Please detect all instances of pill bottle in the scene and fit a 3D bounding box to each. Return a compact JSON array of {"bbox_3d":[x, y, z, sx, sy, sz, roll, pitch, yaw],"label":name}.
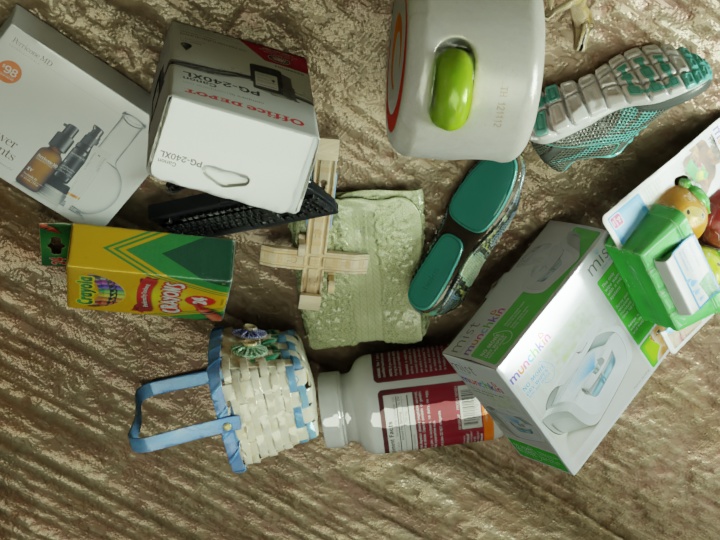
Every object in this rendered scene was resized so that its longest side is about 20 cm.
[{"bbox_3d":[0.056,0.143,1.727,0.199,0.113,0.113,-7,124,1],"label":"pill bottle"}]

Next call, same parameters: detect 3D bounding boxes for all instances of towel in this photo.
[{"bbox_3d":[0.000,0.000,1.672,0.148,0.037,0.201,-4,124,-1],"label":"towel"}]

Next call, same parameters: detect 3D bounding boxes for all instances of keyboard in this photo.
[{"bbox_3d":[-0.130,-0.068,1.559,0.199,0.021,0.127,-10,149,31],"label":"keyboard"}]

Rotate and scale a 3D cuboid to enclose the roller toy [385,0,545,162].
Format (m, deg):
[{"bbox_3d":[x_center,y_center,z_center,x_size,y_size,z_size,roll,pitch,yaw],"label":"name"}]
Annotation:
[{"bbox_3d":[0.102,-0.197,1.461,0.139,0.201,0.183,3,157,-6],"label":"roller toy"}]

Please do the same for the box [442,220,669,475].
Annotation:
[{"bbox_3d":[0.213,0.079,1.651,0.200,0.097,0.177,-48,122,-19],"label":"box"}]

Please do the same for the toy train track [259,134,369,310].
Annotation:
[{"bbox_3d":[-0.043,-0.043,1.604,0.114,0.033,0.201,5,118,-5],"label":"toy train track"}]

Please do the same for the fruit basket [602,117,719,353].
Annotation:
[{"bbox_3d":[0.360,-0.040,1.614,0.200,0.094,0.186,-36,116,-11],"label":"fruit basket"}]

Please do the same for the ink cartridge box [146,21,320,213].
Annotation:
[{"bbox_3d":[-0.121,-0.147,1.460,0.145,0.200,0.084,14,116,-14],"label":"ink cartridge box"}]

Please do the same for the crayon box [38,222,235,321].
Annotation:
[{"bbox_3d":[-0.235,0.002,1.612,0.199,0.051,0.127,6,159,-7],"label":"crayon box"}]

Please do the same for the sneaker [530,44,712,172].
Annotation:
[{"bbox_3d":[0.261,-0.161,1.574,0.199,0.078,0.091,-18,139,12],"label":"sneaker"}]

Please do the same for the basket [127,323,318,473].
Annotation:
[{"bbox_3d":[-0.149,0.137,1.678,0.199,0.176,0.140,-17,108,-1],"label":"basket"}]

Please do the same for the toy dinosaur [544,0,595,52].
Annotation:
[{"bbox_3d":[0.217,-0.290,1.466,0.101,0.058,0.200,-15,150,-30],"label":"toy dinosaur"}]

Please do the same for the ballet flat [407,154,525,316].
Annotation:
[{"bbox_3d":[0.119,-0.039,1.638,0.074,0.074,0.200,28,106,-21],"label":"ballet flat"}]

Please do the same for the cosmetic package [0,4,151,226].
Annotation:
[{"bbox_3d":[-0.300,-0.145,1.542,0.200,0.052,0.151,33,113,-23],"label":"cosmetic package"}]
